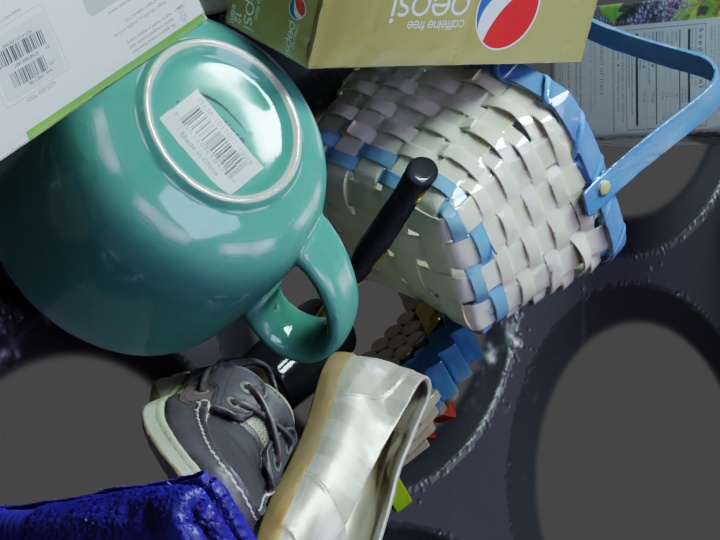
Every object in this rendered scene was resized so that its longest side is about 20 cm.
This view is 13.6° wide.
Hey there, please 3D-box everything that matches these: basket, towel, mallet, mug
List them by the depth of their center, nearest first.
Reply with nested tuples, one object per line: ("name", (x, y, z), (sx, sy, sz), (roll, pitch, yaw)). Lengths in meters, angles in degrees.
("towel", (-0.112, 0.158, 1.416), (0.148, 0.199, 0.050), (57, 46, -27))
("mug", (-0.079, -0.046, 1.474), (0.184, 0.114, 0.153), (9, 61, -29))
("mallet", (0.000, 0.000, 1.550), (0.041, 0.200, 0.066), (42, 43, 7))
("basket", (0.074, -0.072, 1.628), (0.200, 0.176, 0.139), (-44, 133, -20))

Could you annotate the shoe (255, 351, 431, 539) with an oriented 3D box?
("shoe", (-0.014, 0.126, 1.508), (0.070, 0.053, 0.201), (78, 26, -54))

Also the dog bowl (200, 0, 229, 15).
("dog bowl", (-0.115, -0.225, 1.511), (0.199, 0.079, 0.201), (2, 87, -43))

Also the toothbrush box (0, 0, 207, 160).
("toothbrush box", (-0.192, -0.109, 1.349), (0.145, 0.199, 0.086), (-38, 115, -38))

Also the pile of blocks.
("pile of blocks", (0.028, 0.080, 1.633), (0.200, 0.082, 0.062), (-51, 126, -31))

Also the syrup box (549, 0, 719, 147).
("syrup box", (0.205, -0.114, 1.727), (0.078, 0.199, 0.082), (1, 88, -42))

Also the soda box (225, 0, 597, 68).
("soda box", (0.031, -0.143, 1.513), (0.199, 0.068, 0.064), (-6, 118, -44))

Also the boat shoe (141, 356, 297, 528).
("boat shoe", (-0.064, 0.079, 1.475), (0.065, 0.200, 0.072), (-31, 99, 1))
